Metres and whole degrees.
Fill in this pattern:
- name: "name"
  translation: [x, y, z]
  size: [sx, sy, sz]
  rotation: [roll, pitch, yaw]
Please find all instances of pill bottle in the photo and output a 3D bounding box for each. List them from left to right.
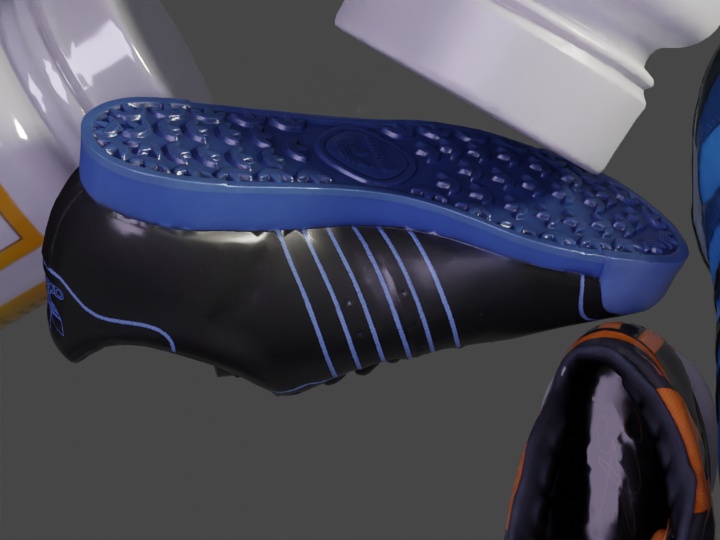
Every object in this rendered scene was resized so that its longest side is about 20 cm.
- name: "pill bottle"
  translation: [-0.149, -0.025, 0.800]
  size: [0.200, 0.109, 0.109]
  rotation: [-30, 81, 10]
- name: "pill bottle"
  translation: [0.081, -0.138, 0.750]
  size: [0.113, 0.113, 0.200]
  rotation: [30, 94, 12]

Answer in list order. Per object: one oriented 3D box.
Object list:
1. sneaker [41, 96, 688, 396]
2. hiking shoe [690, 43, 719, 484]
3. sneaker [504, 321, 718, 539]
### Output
- name: "sneaker"
  translation: [0.000, 0.000, 0.767]
  size: [0.200, 0.070, 0.078]
  rotation: [8, 121, -18]
- name: "hiking shoe"
  translation: [0.139, 0.017, 0.743]
  size: [0.074, 0.087, 0.201]
  rotation: [-8, 86, 10]
- name: "sneaker"
  translation: [0.074, 0.116, 0.740]
  size: [0.077, 0.112, 0.201]
  rotation: [-8, 86, 13]
